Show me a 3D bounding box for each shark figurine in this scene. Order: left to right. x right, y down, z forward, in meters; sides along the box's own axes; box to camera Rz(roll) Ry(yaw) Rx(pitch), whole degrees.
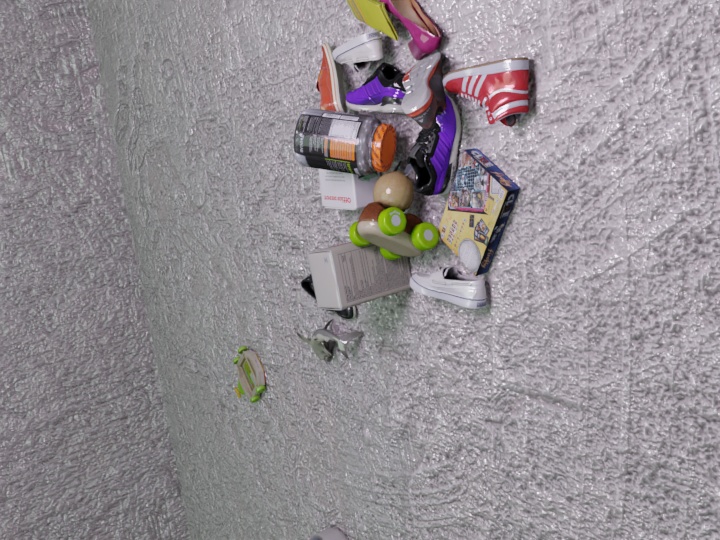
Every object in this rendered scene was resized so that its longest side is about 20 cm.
[{"bbox_3d":[-0.081,0.162,2.161,0.128,0.090,0.214,41,155,-8],"label":"shark figurine"}]

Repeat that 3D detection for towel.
[{"bbox_3d":[0.018,-0.532,1.724,0.087,0.018,0.200,55,176,-37],"label":"towel"}]

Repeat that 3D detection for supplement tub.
[{"bbox_3d":[-0.031,-0.267,1.758,0.196,0.122,0.125,11,115,20],"label":"supplement tub"}]

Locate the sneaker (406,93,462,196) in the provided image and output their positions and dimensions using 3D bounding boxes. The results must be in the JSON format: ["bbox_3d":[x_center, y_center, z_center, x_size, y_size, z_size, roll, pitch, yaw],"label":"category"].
[{"bbox_3d":[0.137,-0.242,1.635,0.069,0.098,0.205,22,117,51],"label":"sneaker"}]

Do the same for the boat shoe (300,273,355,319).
[{"bbox_3d":[-0.086,0.067,2.134,0.199,0.065,0.076,45,136,40],"label":"boat shoe"}]

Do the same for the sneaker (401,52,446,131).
[{"bbox_3d":[0.127,-0.332,1.589,0.076,0.202,0.082,-19,126,34],"label":"sneaker"}]

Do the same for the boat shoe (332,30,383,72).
[{"bbox_3d":[-0.001,-0.456,1.790,0.199,0.071,0.067,1,109,64],"label":"boat shoe"}]

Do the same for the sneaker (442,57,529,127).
[{"bbox_3d":[0.223,-0.309,1.507,0.198,0.070,0.115,3,101,55],"label":"sneaker"}]

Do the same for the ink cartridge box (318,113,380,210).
[{"bbox_3d":[-0.028,-0.247,1.908,0.144,0.083,0.205,11,110,55],"label":"ink cartridge box"}]

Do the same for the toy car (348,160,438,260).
[{"bbox_3d":[0.083,-0.143,1.752,0.163,0.155,0.204,-15,57,61],"label":"toy car"}]

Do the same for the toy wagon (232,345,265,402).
[{"bbox_3d":[-0.359,0.342,2.690,0.157,0.039,0.201,61,146,22],"label":"toy wagon"}]

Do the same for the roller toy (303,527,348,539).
[{"bbox_3d":[-0.103,0.843,2.389,0.183,0.137,0.203,46,137,39],"label":"roller toy"}]

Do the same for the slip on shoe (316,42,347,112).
[{"bbox_3d":[-0.072,-0.426,1.878,0.060,0.074,0.204,-15,62,16],"label":"slip on shoe"}]

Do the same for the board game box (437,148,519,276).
[{"bbox_3d":[0.222,-0.112,1.617,0.136,0.034,0.203,50,140,35],"label":"board game box"}]

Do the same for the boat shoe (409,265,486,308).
[{"bbox_3d":[0.180,0.022,1.713,0.198,0.073,0.067,16,111,43],"label":"boat shoe"}]

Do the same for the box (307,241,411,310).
[{"bbox_3d":[0.000,0.000,1.851,0.108,0.197,0.131,-1,101,58],"label":"box"}]

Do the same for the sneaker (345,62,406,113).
[{"bbox_3d":[0.042,-0.382,1.760,0.198,0.068,0.102,19,108,51],"label":"sneaker"}]

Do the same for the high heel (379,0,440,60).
[{"bbox_3d":[0.097,-0.514,1.626,0.203,0.067,0.096,60,157,-2],"label":"high heel"}]
